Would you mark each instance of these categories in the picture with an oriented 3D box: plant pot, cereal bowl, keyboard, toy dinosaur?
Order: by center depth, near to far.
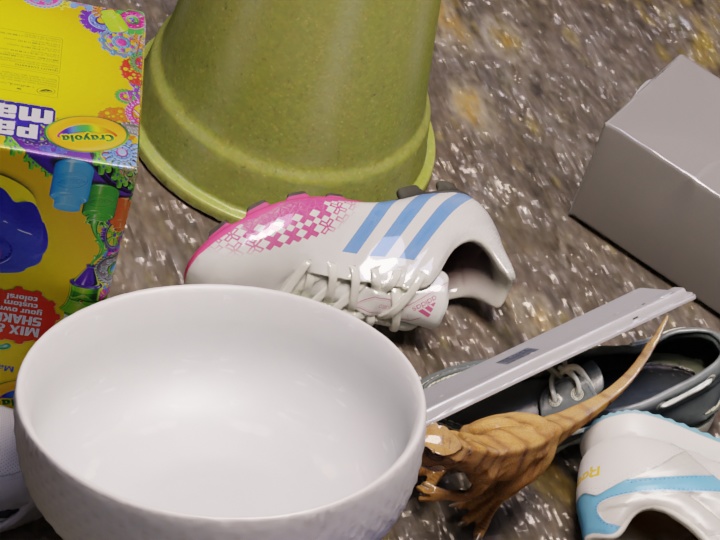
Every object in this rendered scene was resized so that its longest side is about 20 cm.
[{"bbox_3d":[-0.068,0.091,1.098,0.198,0.084,0.201,5,29,-3],"label":"cereal bowl"},{"bbox_3d":[0.086,0.093,1.210,0.199,0.106,0.061,-17,74,-48],"label":"toy dinosaur"},{"bbox_3d":[0.089,0.048,1.246,0.199,0.056,0.011,-23,97,-25],"label":"keyboard"},{"bbox_3d":[-0.029,-0.153,1.364,0.198,0.185,0.201,10,43,-10],"label":"plant pot"}]

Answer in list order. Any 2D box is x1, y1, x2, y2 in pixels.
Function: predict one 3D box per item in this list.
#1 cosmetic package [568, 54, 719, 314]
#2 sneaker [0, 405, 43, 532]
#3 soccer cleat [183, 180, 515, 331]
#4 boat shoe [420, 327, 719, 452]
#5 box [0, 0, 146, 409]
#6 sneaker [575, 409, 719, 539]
[{"bbox_3d":[0.241,-0.034,1.415,0.199,0.091,0.107,34,45,19],"label":"cosmetic package"},{"bbox_3d":[-0.229,0.062,1.127,0.198,0.115,0.076,11,44,-9],"label":"sneaker"},{"bbox_3d":[0.000,0.000,1.304,0.199,0.070,0.087,-12,51,-29],"label":"soccer cleat"},{"bbox_3d":[0.117,0.063,1.288,0.198,0.062,0.073,-3,49,-21],"label":"boat shoe"},{"bbox_3d":[-0.224,-0.038,1.173,0.198,0.194,0.123,8,44,-11],"label":"box"},{"bbox_3d":[0.212,0.140,1.245,0.198,0.077,0.081,11,52,0],"label":"sneaker"}]
